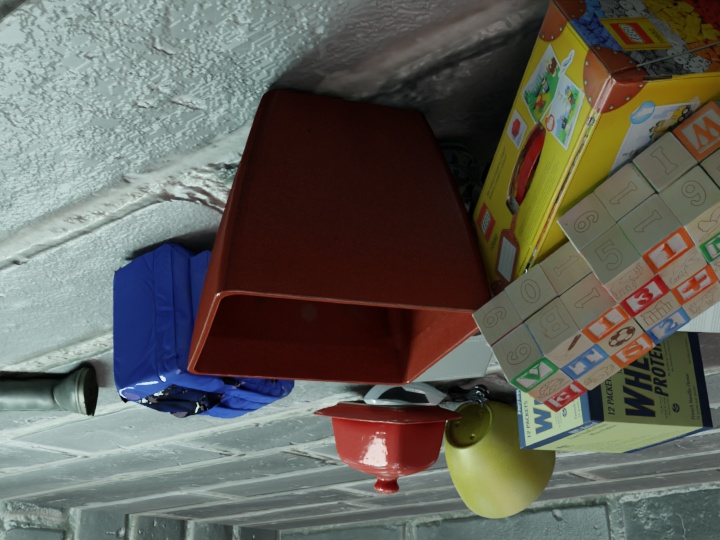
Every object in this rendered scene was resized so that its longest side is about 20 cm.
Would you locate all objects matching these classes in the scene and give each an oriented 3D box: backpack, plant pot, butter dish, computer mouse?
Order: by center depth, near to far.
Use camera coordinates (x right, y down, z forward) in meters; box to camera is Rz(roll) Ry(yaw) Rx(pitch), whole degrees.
[{"bbox_3d":[-0.027,-0.025,0.691,0.196,0.180,0.200,5,157,-16],"label":"plant pot"},{"bbox_3d":[-0.150,0.076,0.949,0.165,0.166,0.199,-18,152,28],"label":"backpack"},{"bbox_3d":[0.101,0.194,1.399,0.195,0.045,0.110,3,174,-14],"label":"computer mouse"},{"bbox_3d":[0.046,0.295,1.449,0.196,0.152,0.198,-3,173,38],"label":"butter dish"},{"bbox_3d":[0.226,0.310,1.541,0.197,0.202,0.142,-17,129,34],"label":"plant pot"}]

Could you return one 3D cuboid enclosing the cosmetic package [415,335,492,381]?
[{"bbox_3d":[0.105,0.064,1.035,0.104,0.092,0.201,-5,154,2],"label":"cosmetic package"}]

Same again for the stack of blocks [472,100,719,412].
[{"bbox_3d":[0.173,0.001,0.563,0.199,0.059,0.115,-39,141,16],"label":"stack of blocks"}]

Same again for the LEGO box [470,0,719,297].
[{"bbox_3d":[0.172,-0.075,0.589,0.146,0.078,0.202,-8,140,-21],"label":"LEGO box"}]

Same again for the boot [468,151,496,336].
[{"bbox_3d":[0.141,-0.049,0.750,0.068,0.200,0.177,28,134,21],"label":"boot"}]

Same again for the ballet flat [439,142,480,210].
[{"bbox_3d":[0.076,-0.040,0.804,0.072,0.076,0.201,-4,158,7],"label":"ballet flat"}]

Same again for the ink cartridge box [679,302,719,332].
[{"bbox_3d":[0.438,0.028,0.979,0.196,0.051,0.161,-1,158,19],"label":"ink cartridge box"}]

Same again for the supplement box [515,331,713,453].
[{"bbox_3d":[0.353,0.175,1.249,0.195,0.137,0.200,6,157,-17],"label":"supplement box"}]

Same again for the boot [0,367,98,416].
[{"bbox_3d":[-0.509,0.185,1.336,0.196,0.074,0.182,11,154,-11],"label":"boot"}]
